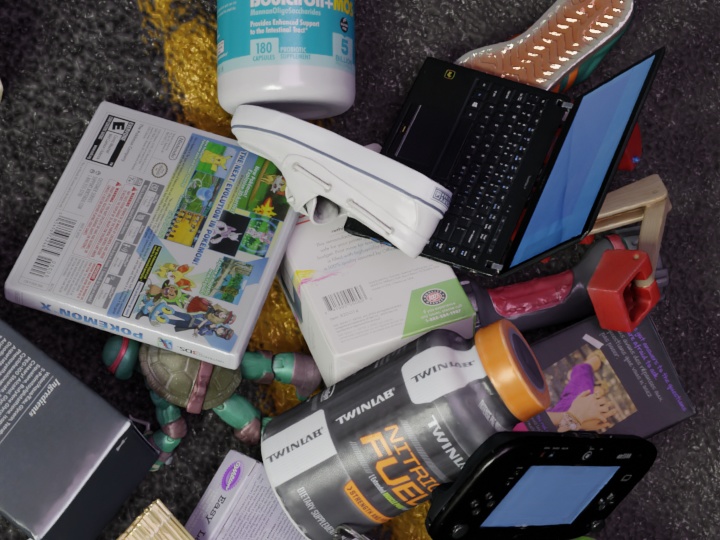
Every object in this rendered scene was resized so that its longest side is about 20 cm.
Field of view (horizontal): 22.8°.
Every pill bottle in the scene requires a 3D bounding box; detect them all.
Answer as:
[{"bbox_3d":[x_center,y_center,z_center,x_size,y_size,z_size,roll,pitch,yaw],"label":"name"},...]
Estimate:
[{"bbox_3d":[-0.059,-0.225,1.408,0.110,0.111,0.202,0,84,-11],"label":"pill bottle"},{"bbox_3d":[0.036,0.111,1.280,0.199,0.106,0.107,-30,90,16],"label":"pill bottle"}]

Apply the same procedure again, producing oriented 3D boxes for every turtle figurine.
[{"bbox_3d":[-0.131,0.083,1.373,0.198,0.101,0.151,19,81,-15],"label":"turtle figurine"}]

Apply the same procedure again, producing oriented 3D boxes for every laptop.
[{"bbox_3d":[0.105,-0.096,1.340,0.198,0.104,0.178,18,62,16],"label":"laptop"}]

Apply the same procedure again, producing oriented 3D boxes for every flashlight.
[{"bbox_3d":[0.147,0.014,1.449,0.198,0.068,0.068,-11,58,-11],"label":"flashlight"}]

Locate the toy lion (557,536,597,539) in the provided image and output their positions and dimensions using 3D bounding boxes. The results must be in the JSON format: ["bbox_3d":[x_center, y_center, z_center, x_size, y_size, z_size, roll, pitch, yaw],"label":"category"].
[{"bbox_3d":[0.150,0.305,1.378,0.200,0.069,0.192,45,106,-4],"label":"toy lion"}]

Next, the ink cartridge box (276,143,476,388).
[{"bbox_3d":[0.000,0.000,1.391,0.116,0.068,0.201,-16,50,-12],"label":"ink cartridge box"}]

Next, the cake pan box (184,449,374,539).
[{"bbox_3d":[-0.072,0.259,1.350,0.184,0.052,0.201,37,78,-35],"label":"cake pan box"}]

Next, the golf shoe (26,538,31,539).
[{"bbox_3d":[-0.223,0.240,1.346,0.198,0.073,0.093,6,84,-11],"label":"golf shoe"}]

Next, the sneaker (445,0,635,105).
[{"bbox_3d":[0.143,-0.164,1.466,0.199,0.080,0.072,-33,76,8],"label":"sneaker"}]

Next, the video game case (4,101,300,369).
[{"bbox_3d":[-0.147,-0.031,1.349,0.181,0.022,0.201,16,51,5],"label":"video game case"}]

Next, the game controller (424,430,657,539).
[{"bbox_3d":[0.131,0.154,1.269,0.199,0.104,0.042,6,47,-48],"label":"game controller"}]

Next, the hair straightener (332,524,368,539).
[{"bbox_3d":[-0.004,0.263,1.311,0.076,0.041,0.202,-20,127,-32],"label":"hair straightener"}]

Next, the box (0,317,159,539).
[{"bbox_3d":[-0.261,0.104,1.291,0.199,0.149,0.107,35,79,11],"label":"box"}]

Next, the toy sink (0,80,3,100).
[{"bbox_3d":[-0.365,-0.202,1.345,0.129,0.112,0.202,-22,94,-13],"label":"toy sink"}]

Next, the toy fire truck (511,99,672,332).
[{"bbox_3d":[0.192,-0.050,1.407,0.201,0.140,0.049,-57,139,-29],"label":"toy fire truck"}]

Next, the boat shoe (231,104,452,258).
[{"bbox_3d":[-0.027,-0.067,1.335,0.199,0.073,0.066,25,87,34],"label":"boat shoe"}]

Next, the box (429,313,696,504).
[{"bbox_3d":[0.141,0.115,1.402,0.198,0.122,0.107,-23,81,-13],"label":"box"}]

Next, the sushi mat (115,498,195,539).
[{"bbox_3d":[-0.113,0.269,1.274,0.096,0.012,0.200,-42,96,-11],"label":"sushi mat"}]
